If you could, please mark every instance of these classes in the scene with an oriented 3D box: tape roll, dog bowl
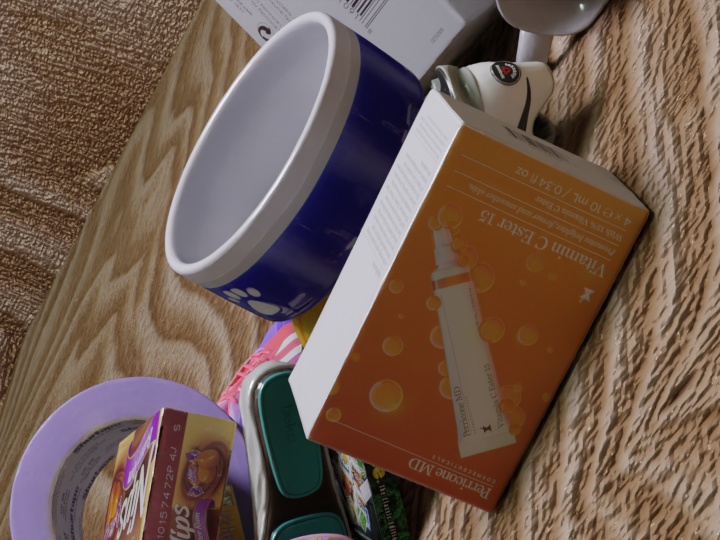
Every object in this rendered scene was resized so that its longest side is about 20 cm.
[{"bbox_3d":[-0.169,0.190,1.458,0.085,0.199,0.201,58,-129,-72],"label":"tape roll"},{"bbox_3d":[-0.046,-0.069,1.249,0.200,0.079,0.201,-45,27,31],"label":"dog bowl"}]

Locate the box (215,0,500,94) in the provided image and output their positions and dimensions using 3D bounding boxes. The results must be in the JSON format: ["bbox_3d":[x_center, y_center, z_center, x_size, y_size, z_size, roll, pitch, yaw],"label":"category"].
[{"bbox_3d":[0.009,-0.239,1.450,0.131,0.199,0.200,-42,-4,-36],"label":"box"}]

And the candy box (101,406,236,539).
[{"bbox_3d":[-0.141,0.171,1.310,0.200,0.056,0.117,141,139,-71],"label":"candy box"}]

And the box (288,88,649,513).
[{"bbox_3d":[0.059,0.017,1.073,0.201,0.124,0.098,-64,15,12],"label":"box"}]

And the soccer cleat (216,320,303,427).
[{"bbox_3d":[-0.090,0.111,1.577,0.068,0.073,0.201,-53,20,45],"label":"soccer cleat"}]

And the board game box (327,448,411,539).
[{"bbox_3d":[-0.012,0.125,1.259,0.200,0.023,0.105,-169,62,-75],"label":"board game box"}]

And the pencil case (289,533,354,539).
[{"bbox_3d":[-0.028,0.252,1.113,0.201,0.086,0.083,-85,4,-49],"label":"pencil case"}]

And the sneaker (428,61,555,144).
[{"bbox_3d":[0.087,-0.068,1.241,0.200,0.088,0.074,103,151,-60],"label":"sneaker"}]

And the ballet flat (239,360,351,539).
[{"bbox_3d":[-0.047,0.158,1.245,0.069,0.069,0.201,-168,70,-76],"label":"ballet flat"}]

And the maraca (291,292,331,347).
[{"bbox_3d":[0.000,0.000,1.316,0.138,0.106,0.201,78,-177,-47],"label":"maraca"}]

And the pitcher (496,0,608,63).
[{"bbox_3d":[0.133,-0.254,1.282,0.172,0.120,0.201,108,168,-68],"label":"pitcher"}]

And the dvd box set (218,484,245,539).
[{"bbox_3d":[-0.085,0.253,1.287,0.200,0.029,0.147,-123,25,-74],"label":"dvd box set"}]
